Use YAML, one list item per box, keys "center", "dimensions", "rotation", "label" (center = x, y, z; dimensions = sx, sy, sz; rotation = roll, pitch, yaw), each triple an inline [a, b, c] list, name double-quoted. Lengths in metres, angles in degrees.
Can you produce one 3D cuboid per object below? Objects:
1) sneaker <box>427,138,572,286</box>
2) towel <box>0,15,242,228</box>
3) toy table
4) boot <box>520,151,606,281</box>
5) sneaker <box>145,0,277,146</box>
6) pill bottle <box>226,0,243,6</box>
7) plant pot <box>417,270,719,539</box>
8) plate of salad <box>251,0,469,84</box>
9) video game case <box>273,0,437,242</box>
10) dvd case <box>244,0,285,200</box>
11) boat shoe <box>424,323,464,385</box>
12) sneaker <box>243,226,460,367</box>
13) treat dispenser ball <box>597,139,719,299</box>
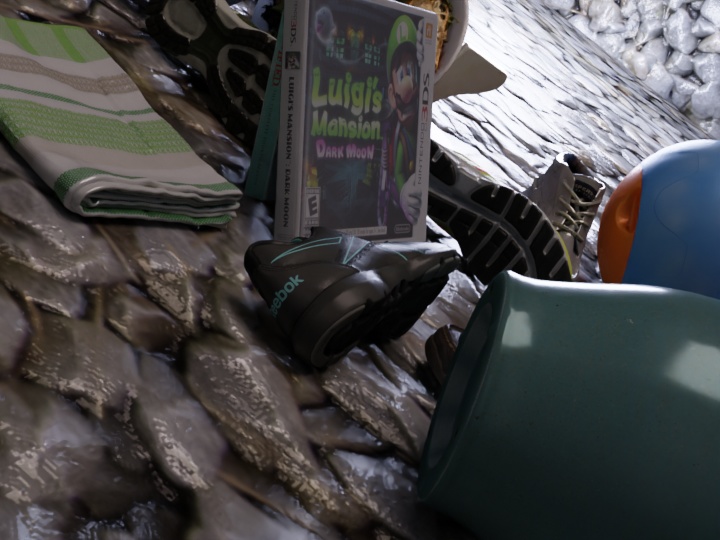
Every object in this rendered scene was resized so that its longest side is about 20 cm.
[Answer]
- center: [0.106, -0.049, 1.051]
  dimensions: [0.200, 0.078, 0.090]
  rotation: [44, 15, 13]
  label: "sneaker"
- center: [-0.176, -0.104, 0.778]
  dimensions: [0.200, 0.031, 0.149]
  rotation: [48, 22, 25]
  label: "towel"
- center: [0.033, -0.198, 1.184]
  dimensions: [0.199, 0.117, 0.184]
  rotation: [27, 23, -27]
  label: "toy table"
- center: [0.183, -0.048, 1.137]
  dimensions: [0.073, 0.096, 0.200]
  rotation: [31, 22, -15]
  label: "boot"
- center: [-0.086, -0.162, 0.993]
  dimensions: [0.200, 0.077, 0.089]
  rotation: [50, 16, 25]
  label: "sneaker"
- center: [-0.087, -0.295, 1.051]
  dimensions: [0.109, 0.199, 0.109]
  rotation: [-21, 90, -83]
  label: "pill bottle"
- center: [0.137, 0.095, 0.666]
  dimensions: [0.187, 0.201, 0.200]
  rotation: [20, 22, -2]
  label: "plant pot"
- center: [-0.005, -0.224, 1.083]
  dimensions: [0.200, 0.200, 0.048]
  rotation: [48, -6, 25]
  label: "plate of salad"
- center: [0.002, -0.106, 0.887]
  dimensions: [0.023, 0.183, 0.200]
  rotation: [5, 6, 29]
  label: "video game case"
- center: [-0.013, -0.126, 0.933]
  dimensions: [0.022, 0.147, 0.200]
  rotation: [18, 12, 24]
  label: "dvd case"
- center: [0.132, 0.075, 0.834]
  dimensions: [0.199, 0.073, 0.075]
  rotation: [25, 24, -28]
  label: "boat shoe"
- center: [0.000, 0.000, 0.781]
  dimensions: [0.079, 0.076, 0.200]
  rotation: [41, 21, 16]
  label: "sneaker"
- center: [0.324, -0.022, 1.160]
  dimensions: [0.200, 0.201, 0.201]
  rotation: [32, 22, -14]
  label: "treat dispenser ball"
